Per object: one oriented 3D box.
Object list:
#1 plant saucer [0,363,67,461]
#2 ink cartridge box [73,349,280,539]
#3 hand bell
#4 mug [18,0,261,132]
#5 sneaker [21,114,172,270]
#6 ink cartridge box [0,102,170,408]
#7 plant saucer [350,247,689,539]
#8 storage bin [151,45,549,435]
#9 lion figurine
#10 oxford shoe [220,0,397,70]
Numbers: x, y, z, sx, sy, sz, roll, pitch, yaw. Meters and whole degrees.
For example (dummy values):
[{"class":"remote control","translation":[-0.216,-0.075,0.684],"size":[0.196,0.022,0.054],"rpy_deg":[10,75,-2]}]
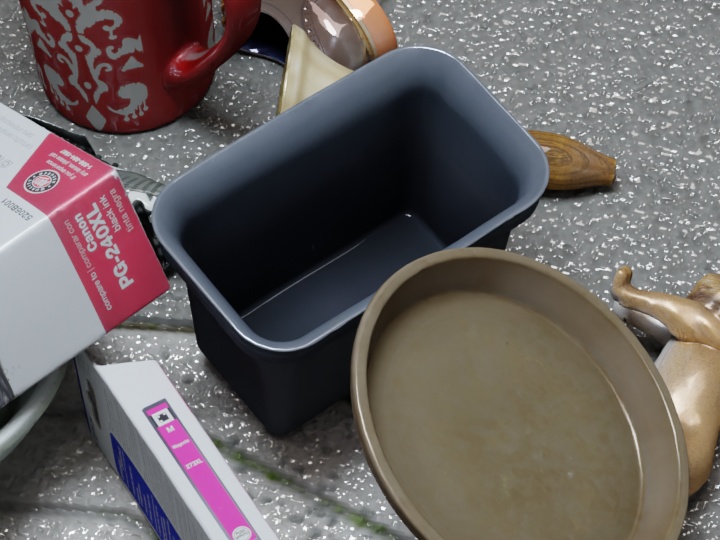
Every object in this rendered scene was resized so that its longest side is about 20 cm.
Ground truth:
[{"class":"plant saucer","translation":[-0.246,0.075,1.619],"size":[0.199,0.050,0.200],"rpy_deg":[-13,38,10]},{"class":"ink cartridge box","translation":[-0.091,0.118,1.560],"size":[0.037,0.095,0.200],"rpy_deg":[-27,54,-18]},{"class":"hand bell","translation":[0.050,-0.074,1.727],"size":[0.199,0.104,0.104],"rpy_deg":[10,51,-3]},{"class":"mug","translation":[-0.141,-0.170,1.733],"size":[0.133,0.200,0.178],"rpy_deg":[-17,52,-10]},{"class":"sneaker","translation":[-0.173,-0.051,1.724],"size":[0.199,0.067,0.091],"rpy_deg":[3,53,10]},{"class":"ink cartridge box","translation":[-0.225,0.012,1.569],"size":[0.200,0.084,0.145],"rpy_deg":[-35,34,-19]},{"class":"plant saucer","translation":[0.077,0.082,1.509],"size":[0.199,0.029,0.201],"rpy_deg":[17,53,-24]},{"class":"storage bin","translation":[0.000,0.000,1.622],"size":[0.200,0.135,0.146],"rpy_deg":[-33,64,-20]},{"class":"lion figurine","translation":[0.175,0.067,1.609],"size":[0.122,0.073,0.200],"rpy_deg":[24,70,13]},{"class":"oxford shoe","translation":[-0.064,-0.182,1.823],"size":[0.073,0.071,0.200],"rpy_deg":[-34,56,-16]}]
